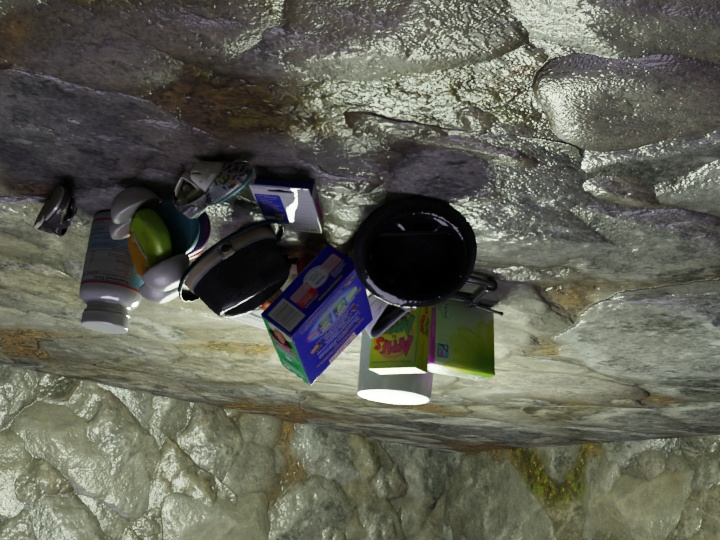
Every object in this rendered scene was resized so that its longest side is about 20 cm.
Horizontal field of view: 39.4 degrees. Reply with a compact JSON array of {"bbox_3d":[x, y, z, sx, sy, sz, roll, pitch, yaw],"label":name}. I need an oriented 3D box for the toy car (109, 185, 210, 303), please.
[{"bbox_3d":[-0.322,-0.054,1.675,0.150,0.175,0.200,-25,172,-20],"label":"toy car"}]

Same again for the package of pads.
[{"bbox_3d":[0.181,0.134,2.070,0.200,0.155,0.068,14,154,-22],"label":"package of pads"}]

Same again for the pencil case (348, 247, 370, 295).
[{"bbox_3d":[0.000,0.000,1.826,0.089,0.078,0.200,15,161,-11],"label":"pencil case"}]

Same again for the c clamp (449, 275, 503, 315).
[{"bbox_3d":[0.216,0.040,1.982,0.171,0.027,0.200,11,164,1],"label":"c clamp"}]

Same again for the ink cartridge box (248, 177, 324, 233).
[{"bbox_3d":[-0.114,-0.108,1.590,0.095,0.037,0.200,5,165,5],"label":"ink cartridge box"}]

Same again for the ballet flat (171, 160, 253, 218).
[{"bbox_3d":[-0.235,-0.129,1.520,0.072,0.072,0.200,16,159,-30],"label":"ballet flat"}]

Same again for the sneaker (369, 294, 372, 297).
[{"bbox_3d":[-0.023,0.084,2.015,0.200,0.075,0.082,-16,179,-21],"label":"sneaker"}]

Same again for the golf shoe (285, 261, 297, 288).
[{"bbox_3d":[-0.050,0.038,1.946,0.200,0.092,0.075,5,162,-4],"label":"golf shoe"}]

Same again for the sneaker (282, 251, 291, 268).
[{"bbox_3d":[-0.174,-0.029,1.831,0.115,0.076,0.200,2,173,-19],"label":"sneaker"}]

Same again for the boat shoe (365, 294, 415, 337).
[{"bbox_3d":[0.081,0.047,1.823,0.074,0.065,0.200,22,122,-39],"label":"boat shoe"}]

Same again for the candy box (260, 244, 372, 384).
[{"bbox_3d":[-0.068,0.078,1.687,0.077,0.169,0.200,35,160,24],"label":"candy box"}]

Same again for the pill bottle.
[{"bbox_3d":[-0.435,0.005,1.780,0.109,0.200,0.109,6,163,2],"label":"pill bottle"}]

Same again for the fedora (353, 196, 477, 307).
[{"bbox_3d":[0.082,-0.038,1.615,0.200,0.201,0.092,10,-164,-14],"label":"fedora"}]

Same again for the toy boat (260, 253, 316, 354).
[{"bbox_3d":[-0.128,0.061,1.838,0.131,0.200,0.131,19,-160,-7],"label":"toy boat"}]

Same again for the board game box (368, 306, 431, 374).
[{"bbox_3d":[0.078,0.090,1.883,0.101,0.200,0.048,-5,160,31],"label":"board game box"}]

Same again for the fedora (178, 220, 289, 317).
[{"bbox_3d":[-0.186,0.011,1.599,0.200,0.092,0.201,-34,165,-10],"label":"fedora"}]

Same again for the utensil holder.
[{"bbox_3d":[0.078,0.174,2.154,0.170,0.200,0.170,6,163,2],"label":"utensil holder"}]

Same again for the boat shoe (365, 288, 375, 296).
[{"bbox_3d":[0.099,0.001,1.714,0.201,0.063,0.074,-13,128,-18],"label":"boat shoe"}]

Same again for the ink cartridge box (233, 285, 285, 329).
[{"bbox_3d":[-0.163,0.065,2.077,0.145,0.084,0.200,20,158,-40],"label":"ink cartridge box"}]

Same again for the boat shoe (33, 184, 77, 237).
[{"bbox_3d":[-0.503,-0.097,1.697,0.057,0.067,0.200,25,163,-22],"label":"boat shoe"}]
